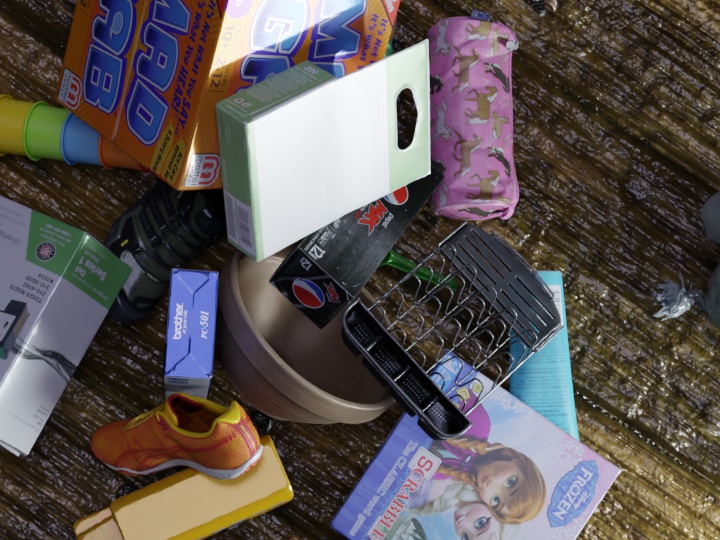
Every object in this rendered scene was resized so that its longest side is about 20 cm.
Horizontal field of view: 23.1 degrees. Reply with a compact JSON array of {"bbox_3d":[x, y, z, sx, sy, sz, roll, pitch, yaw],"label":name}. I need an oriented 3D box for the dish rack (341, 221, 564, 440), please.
[{"bbox_3d":[0.090,0.048,1.612,0.200,0.055,0.154,-40,84,-24],"label":"dish rack"}]

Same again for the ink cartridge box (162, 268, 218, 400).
[{"bbox_3d":[-0.154,0.062,1.587,0.044,0.200,0.095,4,79,-5],"label":"ink cartridge box"}]

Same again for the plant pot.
[{"bbox_3d":[-0.062,0.073,1.625,0.201,0.201,0.093,46,119,5],"label":"plant pot"}]

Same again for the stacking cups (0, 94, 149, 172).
[{"bbox_3d":[-0.251,-0.127,1.656,0.199,0.061,0.061,7,79,16],"label":"stacking cups"}]

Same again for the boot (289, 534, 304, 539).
[{"bbox_3d":[-0.004,0.341,1.618,0.199,0.075,0.108,30,82,10],"label":"boot"}]

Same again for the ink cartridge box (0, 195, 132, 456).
[{"bbox_3d":[-0.326,0.048,1.609,0.145,0.084,0.201,20,76,33],"label":"ink cartridge box"}]

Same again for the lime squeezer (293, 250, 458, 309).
[{"bbox_3d":[0.000,0.000,1.662,0.199,0.038,0.071,-6,69,-41],"label":"lime squeezer"}]

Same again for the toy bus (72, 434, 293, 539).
[{"bbox_3d":[-0.164,0.221,1.620,0.199,0.078,0.065,-23,82,-7],"label":"toy bus"}]

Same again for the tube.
[{"bbox_3d":[0.172,0.101,1.683,0.077,0.050,0.202,-2,85,4],"label":"tube"}]

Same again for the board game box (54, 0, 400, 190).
[{"bbox_3d":[-0.118,-0.204,1.559,0.200,0.199,0.201,35,117,39],"label":"board game box"}]

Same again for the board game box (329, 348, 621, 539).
[{"bbox_3d":[0.106,0.211,1.644,0.199,0.041,0.201,34,90,3],"label":"board game box"}]

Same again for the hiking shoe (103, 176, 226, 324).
[{"bbox_3d":[-0.174,-0.041,1.646,0.076,0.100,0.201,33,77,-31],"label":"hiking shoe"}]

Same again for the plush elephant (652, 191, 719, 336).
[{"bbox_3d":[0.385,0.005,1.655,0.198,0.155,0.166,-9,81,-6],"label":"plush elephant"}]

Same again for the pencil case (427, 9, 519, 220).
[{"bbox_3d":[0.109,-0.146,1.703,0.082,0.086,0.202,8,78,-36],"label":"pencil case"}]

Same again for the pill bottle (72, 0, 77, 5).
[{"bbox_3d":[-0.218,-0.299,1.689,0.119,0.120,0.202,6,79,-3],"label":"pill bottle"}]

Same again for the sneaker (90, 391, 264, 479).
[{"bbox_3d":[-0.171,0.142,1.596,0.073,0.199,0.078,-46,121,-46],"label":"sneaker"}]

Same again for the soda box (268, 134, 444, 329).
[{"bbox_3d":[-0.001,-0.040,1.615,0.071,0.063,0.200,42,47,-5],"label":"soda box"}]

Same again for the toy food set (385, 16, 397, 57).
[{"bbox_3d":[-0.057,-0.261,1.728,0.196,0.049,0.201,-11,80,-6],"label":"toy food set"}]

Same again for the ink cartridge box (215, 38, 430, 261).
[{"bbox_3d":[-0.028,-0.112,1.518,0.199,0.146,0.048,-29,45,-30],"label":"ink cartridge box"}]

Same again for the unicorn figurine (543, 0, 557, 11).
[{"bbox_3d":[0.213,-0.318,1.740,0.200,0.074,0.137,41,69,10],"label":"unicorn figurine"}]
